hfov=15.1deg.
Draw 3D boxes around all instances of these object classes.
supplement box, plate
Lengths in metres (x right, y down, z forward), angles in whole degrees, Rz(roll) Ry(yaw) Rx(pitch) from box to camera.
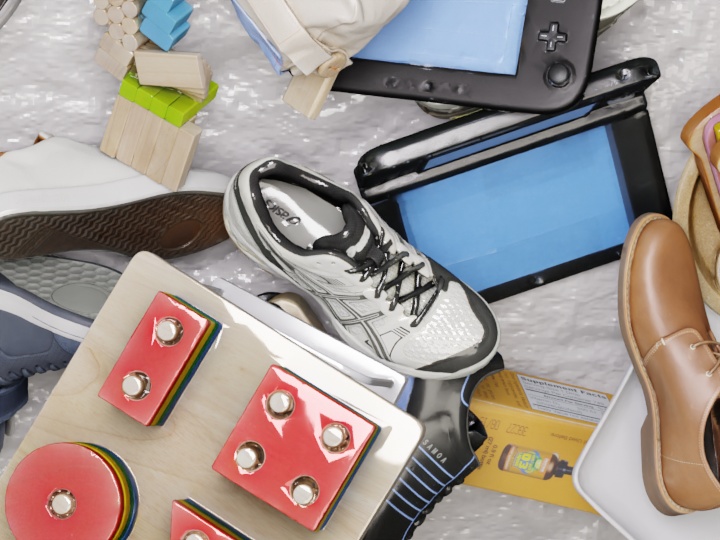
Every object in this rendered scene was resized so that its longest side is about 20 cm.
[{"bbox_3d":[0.087,0.107,1.849,0.199,0.069,0.067,15,112,-15],"label":"supplement box"},{"bbox_3d":[0.233,0.127,1.852,0.200,0.032,0.200,45,56,-25],"label":"plate"}]

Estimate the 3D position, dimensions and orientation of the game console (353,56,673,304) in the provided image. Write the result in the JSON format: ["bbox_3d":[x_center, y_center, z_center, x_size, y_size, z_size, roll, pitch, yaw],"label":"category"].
[{"bbox_3d":[0.106,-0.047,1.758,0.199,0.176,0.117,-19,88,-2],"label":"game console"}]

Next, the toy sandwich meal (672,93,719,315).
[{"bbox_3d":[0.301,-0.042,1.814,0.204,0.070,0.206,-4,112,-10],"label":"toy sandwich meal"}]

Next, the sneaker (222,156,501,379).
[{"bbox_3d":[0.000,0.000,1.691,0.199,0.088,0.076,31,75,1],"label":"sneaker"}]

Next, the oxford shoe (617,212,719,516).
[{"bbox_3d":[0.220,0.058,1.786,0.071,0.071,0.201,-8,88,-39],"label":"oxford shoe"}]

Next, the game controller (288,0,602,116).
[{"bbox_3d":[0.051,-0.155,1.680,0.199,0.042,0.105,7,91,17],"label":"game controller"}]

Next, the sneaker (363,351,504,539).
[{"bbox_3d":[0.036,0.132,1.776,0.077,0.070,0.201,13,112,-8],"label":"sneaker"}]

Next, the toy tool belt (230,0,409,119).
[{"bbox_3d":[-0.061,-0.199,1.642,0.125,0.200,0.123,-22,160,-45],"label":"toy tool belt"}]

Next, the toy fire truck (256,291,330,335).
[{"bbox_3d":[-0.065,0.137,1.760,0.176,0.129,0.200,-34,92,5],"label":"toy fire truck"}]

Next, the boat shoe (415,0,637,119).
[{"bbox_3d":[0.117,-0.165,1.733,0.201,0.060,0.072,-33,73,-1],"label":"boat shoe"}]

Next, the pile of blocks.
[{"bbox_3d":[-0.121,-0.153,1.667,0.082,0.062,0.201,9,121,25],"label":"pile of blocks"}]

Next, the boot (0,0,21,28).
[{"bbox_3d":[-0.261,-0.239,1.628,0.174,0.069,0.200,33,97,-20],"label":"boot"}]

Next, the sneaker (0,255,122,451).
[{"bbox_3d":[-0.209,0.066,1.732,0.201,0.077,0.147,16,115,25],"label":"sneaker"}]

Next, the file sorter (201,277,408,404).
[{"bbox_3d":[-0.083,0.120,1.653,0.138,0.125,0.201,27,90,9],"label":"file sorter"}]

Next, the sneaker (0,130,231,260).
[{"bbox_3d":[-0.163,-0.057,1.727,0.199,0.085,0.073,0,138,-35],"label":"sneaker"}]

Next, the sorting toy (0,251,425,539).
[{"bbox_3d":[-0.099,0.122,1.557,0.199,0.070,0.199,31,90,8],"label":"sorting toy"}]
